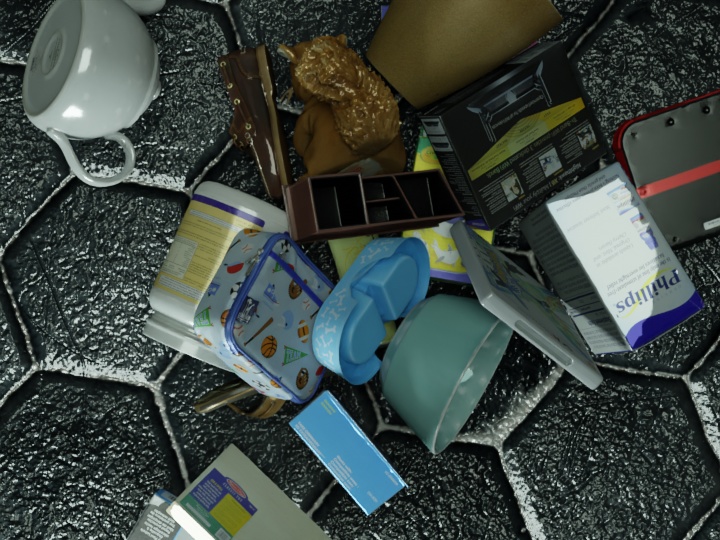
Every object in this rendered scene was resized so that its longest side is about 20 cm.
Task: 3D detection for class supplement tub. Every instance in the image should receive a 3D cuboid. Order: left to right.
[{"bbox_3d":[-0.168,0.008,1.537,0.145,0.145,0.200,24,86,1],"label":"supplement tub"}]

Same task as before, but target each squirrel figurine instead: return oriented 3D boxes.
[{"bbox_3d":[-0.026,-0.211,1.531,0.141,0.200,0.187,-12,71,-17],"label":"squirrel figurine"}]

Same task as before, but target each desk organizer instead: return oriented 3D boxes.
[{"bbox_3d":[0.017,-0.081,1.499,0.200,0.077,0.072,-8,86,-25],"label":"desk organizer"}]

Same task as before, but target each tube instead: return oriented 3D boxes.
[{"bbox_3d":[0.000,0.000,1.590,0.052,0.058,0.200,-21,78,41],"label":"tube"}]

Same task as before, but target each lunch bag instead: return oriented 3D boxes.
[{"bbox_3d":[-0.097,0.048,1.459,0.075,0.200,0.160,12,64,37],"label":"lunch bag"}]

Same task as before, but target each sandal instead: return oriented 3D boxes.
[{"bbox_3d":[-0.106,0.152,1.567,0.200,0.082,0.055,-14,93,-9],"label":"sandal"}]

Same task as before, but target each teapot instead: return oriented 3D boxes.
[{"bbox_3d":[-0.313,-0.238,1.554,0.146,0.198,0.200,19,120,-35],"label":"teapot"}]

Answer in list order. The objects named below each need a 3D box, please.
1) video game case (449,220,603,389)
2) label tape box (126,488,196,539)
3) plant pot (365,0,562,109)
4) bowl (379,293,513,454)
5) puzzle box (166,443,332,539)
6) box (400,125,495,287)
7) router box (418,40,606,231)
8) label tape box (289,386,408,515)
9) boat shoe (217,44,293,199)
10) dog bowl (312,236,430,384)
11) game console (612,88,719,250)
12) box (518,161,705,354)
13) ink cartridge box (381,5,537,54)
[{"bbox_3d":[0.192,0.037,1.490,0.182,0.200,0.022,37,106,-22],"label":"video game case"},{"bbox_3d":[-0.237,0.390,1.546,0.143,0.066,0.200,31,84,1],"label":"label tape box"},{"bbox_3d":[0.107,-0.298,1.528,0.200,0.186,0.186,-43,87,9],"label":"plant pot"},{"bbox_3d":[0.095,0.108,1.520,0.105,0.201,0.201,28,86,17],"label":"bowl"},{"bbox_3d":[-0.123,0.315,1.530,0.200,0.133,0.025,44,127,3],"label":"puzzle box"},{"bbox_3d":[0.116,-0.086,1.598,0.117,0.048,0.200,9,84,0],"label":"box"},{"bbox_3d":[0.189,-0.165,1.549,0.200,0.052,0.157,-33,109,-21],"label":"router box"},{"bbox_3d":[-0.016,0.211,1.495,0.063,0.200,0.144,-40,87,-3],"label":"label tape box"},{"bbox_3d":[-0.131,-0.182,1.593,0.070,0.070,0.200,-13,79,2],"label":"boat shoe"},{"bbox_3d":[0.012,0.041,1.500,0.050,0.112,0.200,15,54,33],"label":"dog bowl"},{"bbox_3d":[0.436,-0.132,1.619,0.200,0.031,0.177,-19,91,-2],"label":"game console"},{"bbox_3d":[0.296,-0.009,1.527,0.105,0.184,0.200,-30,87,-5],"label":"box"},{"bbox_3d":[0.126,-0.297,1.621,0.200,0.037,0.095,0,85,1],"label":"ink cartridge box"}]
